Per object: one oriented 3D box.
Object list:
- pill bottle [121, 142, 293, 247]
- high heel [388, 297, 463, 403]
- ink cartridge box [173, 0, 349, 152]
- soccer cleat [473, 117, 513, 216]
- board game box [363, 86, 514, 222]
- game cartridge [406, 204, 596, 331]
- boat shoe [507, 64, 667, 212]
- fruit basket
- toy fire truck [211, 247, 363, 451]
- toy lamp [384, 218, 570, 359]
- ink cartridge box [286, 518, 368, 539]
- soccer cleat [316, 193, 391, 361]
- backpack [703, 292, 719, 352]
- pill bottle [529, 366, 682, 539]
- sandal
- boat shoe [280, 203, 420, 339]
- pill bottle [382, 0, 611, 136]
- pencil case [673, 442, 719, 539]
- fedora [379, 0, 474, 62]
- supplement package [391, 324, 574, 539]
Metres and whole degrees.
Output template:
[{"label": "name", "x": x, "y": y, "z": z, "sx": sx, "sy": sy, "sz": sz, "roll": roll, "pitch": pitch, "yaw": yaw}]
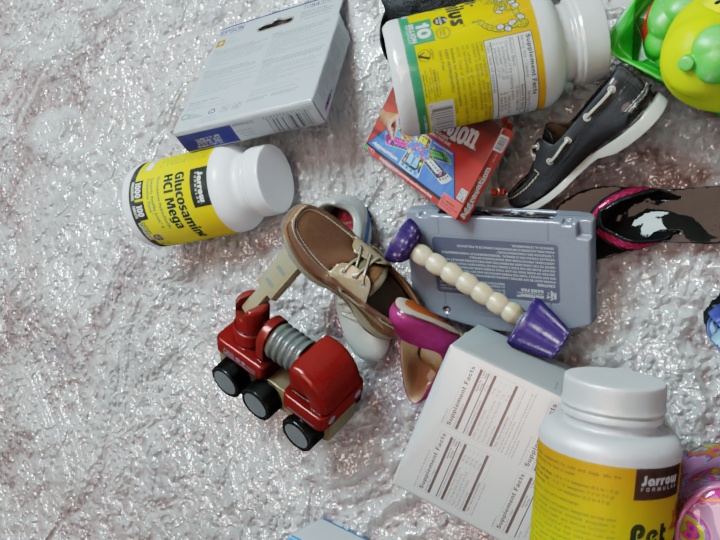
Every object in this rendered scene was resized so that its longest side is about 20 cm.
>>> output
[{"label": "pill bottle", "x": -0.190, "y": -0.097, "z": 0.978, "sx": 0.200, "sy": 0.112, "sz": 0.113, "roll": -9, "pitch": 85, "yaw": 26}, {"label": "high heel", "x": 0.058, "y": 0.091, "z": 0.799, "sx": 0.067, "sy": 0.200, "sz": 0.096, "roll": 34, "pitch": 90, "yaw": 30}, {"label": "ink cartridge box", "x": -0.113, "y": -0.242, "z": 0.954, "sx": 0.196, "sy": 0.043, "sz": 0.200, "roll": -7, "pitch": 50, "yaw": 27}, {"label": "soccer cleat", "x": 0.123, "y": -0.140, "z": 0.851, "sx": 0.077, "sy": 0.069, "sz": 0.200, "roll": 9, "pitch": 96, "yaw": 29}, {"label": "board game box", "x": 0.077, "y": -0.140, "z": 0.845, "sx": 0.200, "sy": 0.019, "sz": 0.103, "roll": 45, "pitch": 113, "yaw": 49}, {"label": "game cartridge", "x": 0.148, "y": 0.000, "z": 0.825, "sx": 0.200, "sy": 0.041, "sz": 0.133, "roll": 6, "pitch": 114, "yaw": 28}, {"label": "boat shoe", "x": 0.205, "y": -0.124, "z": 0.768, "sx": 0.060, "sy": 0.074, "sz": 0.200, "roll": 41, "pitch": 144, "yaw": -6}, {"label": "fruit basket", "x": 0.322, "y": -0.199, "z": 0.670, "sx": 0.215, "sy": 0.216, "sz": 0.156, "roll": 37, "pitch": 97, "yaw": 22}, {"label": "toy fire truck", "x": -0.073, "y": 0.073, "z": 0.888, "sx": 0.176, "sy": 0.129, "sz": 0.200, "roll": 32, "pitch": 140, "yaw": 24}, {"label": "toy lamp", "x": 0.119, "y": 0.022, "z": 0.797, "sx": 0.200, "sy": 0.058, "sz": 0.058, "roll": 33, "pitch": 104, "yaw": 13}, {"label": "ink cartridge box", "x": -0.030, "y": 0.418, "z": 0.908, "sx": 0.146, "sy": 0.086, "sz": 0.200, "roll": 18, "pitch": 99, "yaw": 26}, {"label": "soccer cleat", "x": -0.016, "y": 0.009, "z": 0.905, "sx": 0.070, "sy": 0.086, "sz": 0.200, "roll": -13, "pitch": 84, "yaw": 26}, {"label": "backpack", "x": 0.424, "y": 0.052, "z": 0.662, "sx": 0.200, "sy": 0.134, "sz": 0.183, "roll": -37, "pitch": 75, "yaw": 18}, {"label": "pill bottle", "x": 0.192, "y": 0.182, "z": 0.616, "sx": 0.109, "sy": 0.109, "sz": 0.200, "roll": 6, "pitch": 96, "yaw": 26}, {"label": "sandal", "x": 0.281, "y": -0.053, "z": 0.781, "sx": 0.200, "sy": 0.045, "sz": 0.075, "roll": -6, "pitch": 87, "yaw": 26}, {"label": "boat shoe", "x": 0.000, "y": 0.000, "z": 0.832, "sx": 0.072, "sy": 0.200, "sz": 0.076, "roll": -1, "pitch": 52, "yaw": 55}, {"label": "pill bottle", "x": 0.128, "y": -0.203, "z": 0.744, "sx": 0.200, "sy": 0.113, "sz": 0.113, "roll": -11, "pitch": 84, "yaw": 5}, {"label": "pencil case", "x": 0.315, "y": 0.206, "z": 0.674, "sx": 0.087, "sy": 0.200, "sz": 0.088, "roll": 0, "pitch": 89, "yaw": 22}, {"label": "fedora", "x": 0.094, "y": -0.301, "z": 0.823, "sx": 0.200, "sy": 0.092, "sz": 0.201, "roll": -13, "pitch": 63, "yaw": 27}, {"label": "supplement package", "x": 0.165, "y": 0.169, "z": 0.763, "sx": 0.200, "sy": 0.152, "sz": 0.151, "roll": 24, "pitch": 101, "yaw": 15}]
